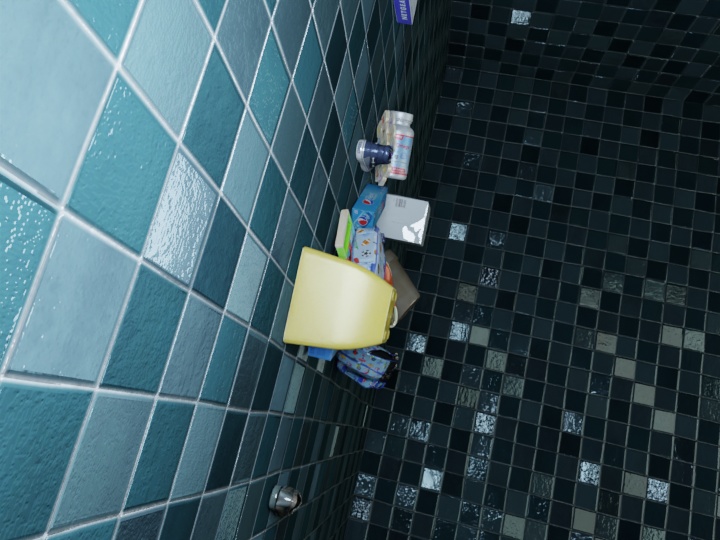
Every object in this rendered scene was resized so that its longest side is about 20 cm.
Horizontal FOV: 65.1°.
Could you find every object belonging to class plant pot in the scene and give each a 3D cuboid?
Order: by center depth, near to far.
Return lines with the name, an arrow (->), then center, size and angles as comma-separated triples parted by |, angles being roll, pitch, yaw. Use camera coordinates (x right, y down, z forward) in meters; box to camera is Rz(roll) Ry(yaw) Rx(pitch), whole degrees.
plant pot -> -0.029, 0.075, 1.199 | 0.195, 0.196, 0.198 | 32, 70, -80
plant pot -> 0.091, 0.064, 1.786 | 0.200, 0.173, 0.200 | -46, 169, -11

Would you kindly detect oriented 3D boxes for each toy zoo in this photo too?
toy zoo -> -0.024, -0.037, 1.447 | 0.133, 0.020, 0.202 | -82, 161, -44

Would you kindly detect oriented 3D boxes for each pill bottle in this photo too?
pill bottle -> 0.110, -0.396, 1.788 | 0.109, 0.107, 0.204 | -43, 143, -75

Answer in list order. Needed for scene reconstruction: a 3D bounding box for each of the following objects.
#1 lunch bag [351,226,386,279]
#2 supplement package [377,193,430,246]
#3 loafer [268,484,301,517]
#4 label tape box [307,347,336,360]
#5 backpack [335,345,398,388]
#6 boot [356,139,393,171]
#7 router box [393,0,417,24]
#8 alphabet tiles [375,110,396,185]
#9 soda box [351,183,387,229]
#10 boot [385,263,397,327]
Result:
lunch bag -> 0.025, -0.006, 1.446 | 0.202, 0.074, 0.162 | -80, 162, -45
supplement package -> 0.140, -0.177, 1.981 | 0.200, 0.188, 0.150 | -4, 106, -81
loafer -> -0.168, 0.553, 1.338 | 0.201, 0.062, 0.073 | 81, 23, -66
label tape box -> -0.073, 0.126, 1.414 | 0.200, 0.062, 0.147 | -33, 132, -80
backpack -> 0.005, 0.280, 1.769 | 0.136, 0.181, 0.200 | -61, 156, 0
boot -> 0.048, -0.309, 1.553 | 0.200, 0.089, 0.074 | -20, 121, -80
router box -> 0.136, -0.833, 1.599 | 0.200, 0.048, 0.183 | 12, 89, -81
alphabet tiles -> 0.068, -0.356, 1.637 | 0.196, 0.014, 0.204 | 125, -34, -66
soda box -> 0.027, -0.185, 1.647 | 0.201, 0.067, 0.065 | -64, 164, -59
boot -> 0.074, 0.068, 1.648 | 0.107, 0.074, 0.204 | -159, -116, -73
